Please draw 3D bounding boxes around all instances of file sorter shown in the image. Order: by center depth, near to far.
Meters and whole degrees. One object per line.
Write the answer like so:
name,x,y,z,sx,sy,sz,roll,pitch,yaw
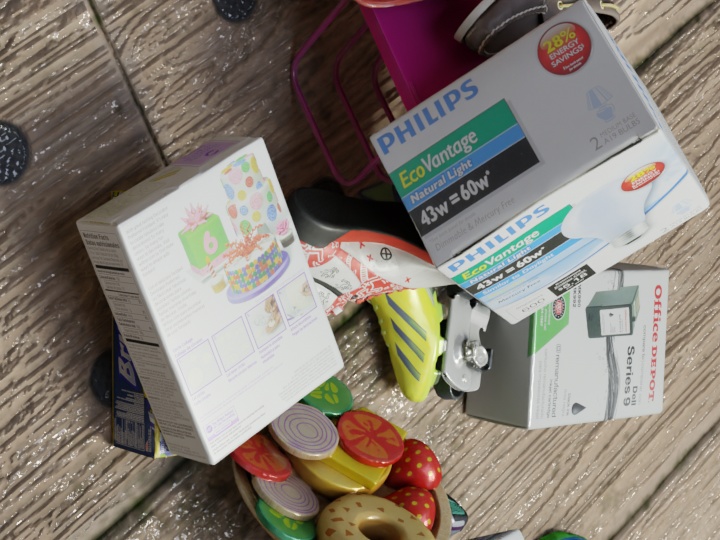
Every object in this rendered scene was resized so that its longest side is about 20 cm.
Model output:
file sorter,0.062,-0.154,1.479,0.199,0.125,0.140,-5,63,-41

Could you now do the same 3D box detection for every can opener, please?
can opener,0.092,0.014,1.597,0.052,0.066,0.202,23,71,-43

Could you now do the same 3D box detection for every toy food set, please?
toy food set,-0.015,0.170,1.438,0.049,0.197,0.200,-64,175,34

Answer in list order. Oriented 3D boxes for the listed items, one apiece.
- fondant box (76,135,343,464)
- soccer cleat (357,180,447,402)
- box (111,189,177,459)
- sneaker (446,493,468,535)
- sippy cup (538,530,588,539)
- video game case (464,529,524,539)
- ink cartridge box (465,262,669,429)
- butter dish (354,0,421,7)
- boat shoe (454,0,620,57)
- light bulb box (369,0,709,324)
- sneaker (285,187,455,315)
fondant box,-0.108,0.020,1.324,0.144,0.058,0.201,-35,117,-34
soccer cleat,0.031,0.017,1.547,0.083,0.065,0.202,-5,104,-12
box,-0.148,0.038,1.370,0.070,0.064,0.202,-5,98,-42
sneaker,0.005,0.223,1.544,0.199,0.074,0.088,14,110,-42
sippy cup,0.230,0.330,1.704,0.177,0.130,0.141,-13,103,-40
video game case,0.012,0.269,1.467,0.199,0.181,0.024,-20,88,-39
ink cartridge box,0.199,0.066,1.677,0.199,0.084,0.147,-2,97,-43
butter dish,0.031,-0.318,1.388,0.199,0.200,0.148,-16,143,-41
boat shoe,0.148,-0.204,1.443,0.060,0.072,0.200,51,37,9
light bulb box,0.144,-0.077,1.378,0.125,0.197,0.200,63,13,22
sneaker,-0.001,-0.001,1.472,0.200,0.067,0.108,13,127,-36
